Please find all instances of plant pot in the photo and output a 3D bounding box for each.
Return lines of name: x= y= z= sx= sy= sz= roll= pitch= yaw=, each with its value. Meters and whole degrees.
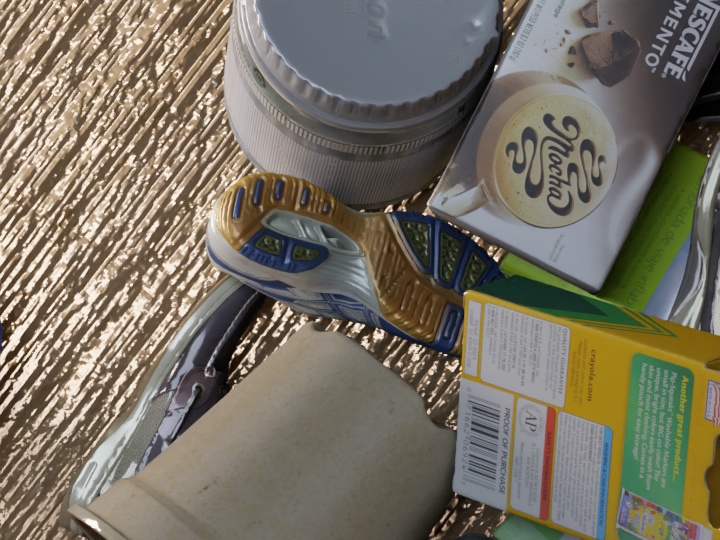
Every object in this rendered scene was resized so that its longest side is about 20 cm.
plant pot: x=-0.038 y=0.140 z=1.632 sx=0.200 sy=0.201 sz=0.184 roll=37 pitch=79 yaw=25

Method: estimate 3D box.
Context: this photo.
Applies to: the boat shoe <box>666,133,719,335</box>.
boat shoe: x=0.223 y=-0.001 z=1.582 sx=0.073 sy=0.074 sz=0.201 roll=14 pitch=89 yaw=13

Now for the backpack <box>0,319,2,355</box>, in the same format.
backpack: x=-0.320 y=0.065 z=1.764 sx=0.200 sy=0.154 sz=0.191 roll=30 pitch=95 yaw=18

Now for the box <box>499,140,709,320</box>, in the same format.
box: x=0.198 y=-0.003 z=1.649 sx=0.200 sy=0.048 sz=0.122 roll=30 pitch=88 yaw=24

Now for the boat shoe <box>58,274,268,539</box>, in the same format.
boat shoe: x=-0.110 y=0.090 z=1.727 sx=0.065 sy=0.072 sz=0.200 roll=34 pitch=82 yaw=9

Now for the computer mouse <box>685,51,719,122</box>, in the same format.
computer mouse: x=0.241 y=-0.100 z=1.664 sx=0.199 sy=0.046 sz=0.141 roll=-10 pitch=68 yaw=5

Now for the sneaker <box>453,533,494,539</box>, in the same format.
sneaker: x=0.038 y=0.250 z=1.603 sx=0.066 sy=0.090 sz=0.200 roll=25 pitch=91 yaw=2

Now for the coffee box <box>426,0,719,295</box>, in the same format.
coffee box: x=0.133 y=-0.100 z=1.608 sx=0.113 sy=0.080 sz=0.200 roll=27 pitch=90 yaw=3

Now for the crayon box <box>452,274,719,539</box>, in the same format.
crayon box: x=0.146 y=0.089 z=1.543 sx=0.200 sy=0.052 sz=0.126 roll=18 pitch=113 yaw=39

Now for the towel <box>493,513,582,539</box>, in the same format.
towel: x=0.186 y=0.157 z=1.572 sx=0.149 sy=0.031 sz=0.200 roll=-44 pitch=47 yaw=-5

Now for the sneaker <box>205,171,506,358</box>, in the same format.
sneaker: x=0.000 y=0.000 z=1.697 sx=0.200 sy=0.088 sz=0.075 roll=25 pitch=69 yaw=-8

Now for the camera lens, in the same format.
camera lens: x=0.000 y=-0.134 z=1.662 sx=0.159 sy=0.200 sz=0.160 roll=1 pitch=74 yaw=-5
